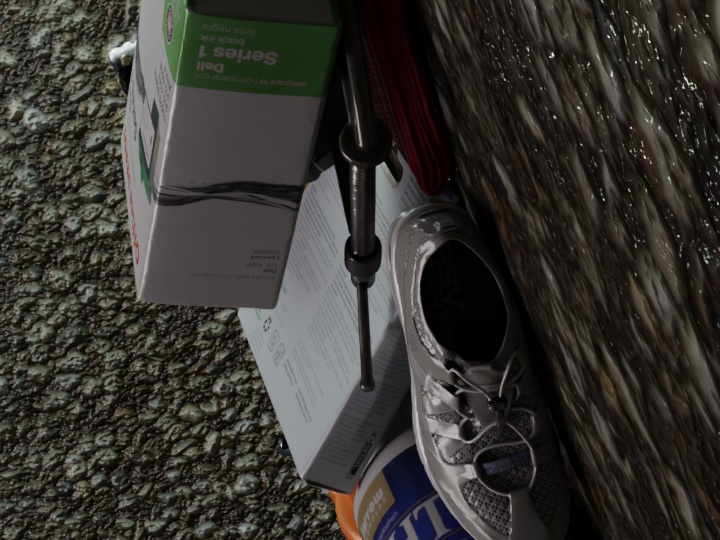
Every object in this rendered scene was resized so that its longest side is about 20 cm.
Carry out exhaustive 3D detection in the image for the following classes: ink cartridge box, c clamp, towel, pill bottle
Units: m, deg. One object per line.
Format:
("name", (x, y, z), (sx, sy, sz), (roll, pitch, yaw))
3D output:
("ink cartridge box", (0.000, 0.000, 1.170), (0.201, 0.040, 0.200), (-62, 26, 21))
("c clamp", (0.000, -0.057, 1.022), (0.200, 0.027, 0.172), (88, 175, -59))
("towel", (0.000, -0.146, 1.070), (0.200, 0.022, 0.145), (-117, 7, -52))
("ink cartridge box", (-0.075, -0.098, 1.033), (0.147, 0.084, 0.201), (-103, 21, -46))
("pill bottle", (0.063, 0.154, 1.127), (0.200, 0.119, 0.120), (-117, 7, -46))

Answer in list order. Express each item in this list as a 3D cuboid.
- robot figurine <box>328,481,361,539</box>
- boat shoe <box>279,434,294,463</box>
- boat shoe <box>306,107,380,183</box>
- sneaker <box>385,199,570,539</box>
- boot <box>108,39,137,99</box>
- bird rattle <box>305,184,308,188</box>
("robot figurine", (0.055, 0.181, 1.328), (0.200, 0.143, 0.117), (61, -167, -45))
("boat shoe", (-0.003, 0.071, 1.346), (0.075, 0.062, 0.201), (-78, 12, -57))
("boat shoe", (-0.066, -0.143, 1.167), (0.200, 0.068, 0.072), (54, -162, 21))
("sneaker", (0.059, 0.062, 1.008), (0.082, 0.074, 0.201), (-153, 42, -86))
("boot", (-0.090, -0.147, 1.292), (0.204, 0.153, 0.074), (-143, 31, -80))
("bird rattle", (-0.055, -0.050, 1.369), (0.113, 0.163, 0.201), (41, -164, -42))
